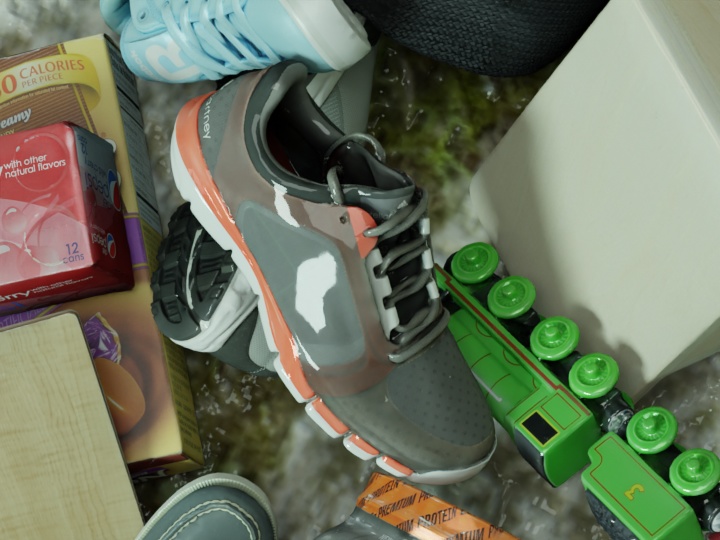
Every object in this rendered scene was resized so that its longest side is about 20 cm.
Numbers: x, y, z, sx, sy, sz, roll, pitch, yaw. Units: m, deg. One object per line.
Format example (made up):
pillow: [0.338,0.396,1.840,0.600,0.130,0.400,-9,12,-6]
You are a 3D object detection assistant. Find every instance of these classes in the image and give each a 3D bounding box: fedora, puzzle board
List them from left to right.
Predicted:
puzzle board: [-0.167,0.128,1.239,0.150,0.017,0.201,-15,106,4]
fedora: [0.054,-0.143,1.231,0.200,0.200,0.092,31,114,13]

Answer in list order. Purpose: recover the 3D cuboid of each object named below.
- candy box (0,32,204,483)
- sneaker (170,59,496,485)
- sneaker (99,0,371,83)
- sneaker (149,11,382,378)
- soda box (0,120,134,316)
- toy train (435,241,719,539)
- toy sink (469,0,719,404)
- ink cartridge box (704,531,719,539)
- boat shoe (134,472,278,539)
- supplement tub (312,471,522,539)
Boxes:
candy box: [-0.149,0.003,1.282,0.116,0.056,0.201,-14,76,7]
sneaker: [0.000,0.000,1.167,0.082,0.077,0.200,-34,96,42]
sneaker: [-0.060,-0.107,1.234,0.082,0.200,0.074,-46,114,-6]
sneaker: [-0.030,-0.044,1.271,0.074,0.079,0.201,-4,59,49]
soda box: [-0.205,-0.008,1.233,0.199,0.063,0.071,-13,78,11]
toy train: [0.086,0.058,1.204,0.056,0.042,0.200,-38,49,-9]
toy sink: [0.151,-0.040,1.204,0.112,0.200,0.131,-22,74,-26]
ink cartridge box: [0.267,0.127,1.180,0.199,0.083,0.147,-31,76,2]
boat shoe: [-0.091,0.184,1.211,0.072,0.062,0.201,27,99,-6]
supplement tub: [0.005,0.196,1.187,0.122,0.123,0.201,25,83,12]
